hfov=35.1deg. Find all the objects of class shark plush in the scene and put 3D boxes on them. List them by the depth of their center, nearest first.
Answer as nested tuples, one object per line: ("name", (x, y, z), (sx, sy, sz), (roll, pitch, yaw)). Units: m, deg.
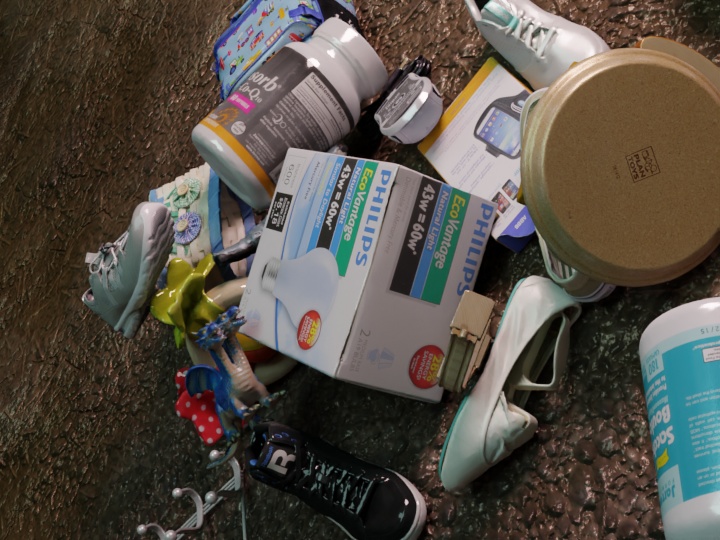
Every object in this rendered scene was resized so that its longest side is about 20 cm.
("shark plush", (-0.067, -0.049, 1.208), (0.200, 0.091, 0.083), (-47, 26, -26))

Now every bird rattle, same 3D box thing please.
("bird rattle", (-0.133, 0.080, 1.196), (0.162, 0.201, 0.113), (-17, 21, -1))

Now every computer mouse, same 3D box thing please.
("computer mouse", (0.048, -0.166, 1.182), (0.110, 0.044, 0.200), (-48, 16, 9))

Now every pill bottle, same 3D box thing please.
("pill bottle", (0.253, 0.127, 0.762), (0.111, 0.111, 0.201), (-26, 50, 36))
("pill bottle", (-0.073, -0.169, 1.211), (0.200, 0.116, 0.116), (-45, 37, -10))

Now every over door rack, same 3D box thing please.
("over door rack", (-0.169, 0.301, 1.168), (0.148, 0.067, 0.200), (-45, 41, 21))

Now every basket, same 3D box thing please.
("basket", (-0.136, -0.041, 1.290), (0.199, 0.139, 0.177), (-12, 53, 3))

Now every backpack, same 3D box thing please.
("backpack", (-0.089, -0.274, 1.365), (0.182, 0.134, 0.200), (-39, 41, 25))

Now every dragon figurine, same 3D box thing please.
("dragon figurine", (-0.133, 0.115, 1.123), (0.100, 0.059, 0.200), (51, 147, 18))

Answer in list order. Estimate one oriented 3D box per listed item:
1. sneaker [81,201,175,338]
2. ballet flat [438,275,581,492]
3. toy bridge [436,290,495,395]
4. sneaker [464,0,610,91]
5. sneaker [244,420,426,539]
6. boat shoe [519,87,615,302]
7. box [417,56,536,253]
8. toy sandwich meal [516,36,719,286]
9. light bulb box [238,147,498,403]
("sneaker", (-0.251, -0.002, 1.191), (0.200, 0.082, 0.075), (118, 175, -45))
("ballet flat", (0.130, 0.101, 0.960), (0.069, 0.069, 0.201), (17, 80, 51))
("toy bridge", (0.086, 0.067, 0.939), (0.027, 0.200, 0.067), (22, 81, 10))
("sneaker", (0.157, -0.229, 1.097), (0.075, 0.088, 0.200), (-54, 39, 8))
("sneaker", (-0.039, 0.195, 1.047), (0.200, 0.112, 0.073), (16, 82, 51))
("boat shoe", (0.174, -0.072, 0.963), (0.072, 0.062, 0.201), (-23, 65, 26))
("box", (0.142, -0.107, 1.083), (0.119, 0.041, 0.200), (-50, 42, 15))
("toy sandwich meal", (0.214, -0.087, 0.906), (0.206, 0.205, 0.070), (-64, 8, -3))
("light bulb box", (0.000, 0.000, 1.081), (0.200, 0.124, 0.199), (16, 89, 56))
